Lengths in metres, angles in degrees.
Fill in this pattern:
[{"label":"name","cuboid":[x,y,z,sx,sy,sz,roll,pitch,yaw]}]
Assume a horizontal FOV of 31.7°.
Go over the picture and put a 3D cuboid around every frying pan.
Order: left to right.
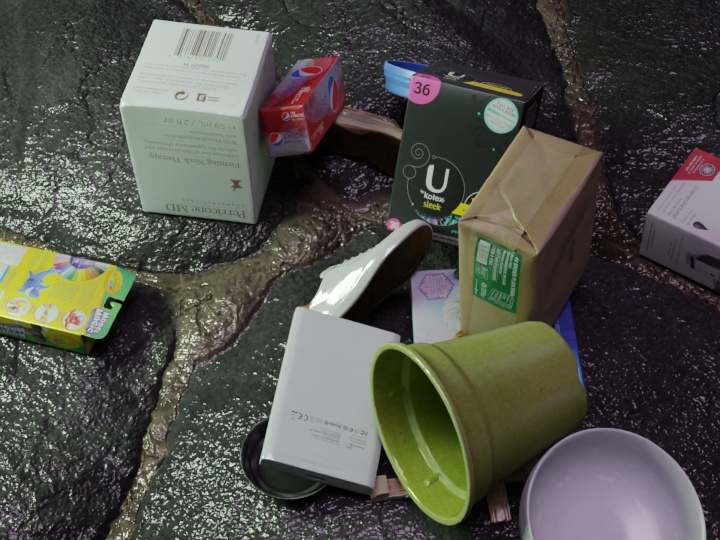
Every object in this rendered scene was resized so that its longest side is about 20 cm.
[{"label":"frying pan","cuboid":[-0.079,0.185,1.471,0.113,0.031,0.192,2,49,0]}]

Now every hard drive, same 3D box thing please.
[{"label":"hard drive","cuboid":[-0.032,0.147,1.459,0.130,0.027,0.202,16,56,-6]}]

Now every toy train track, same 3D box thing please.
[{"label":"toy train track","cuboid":[0.107,0.230,1.426,0.197,0.033,0.116,-8,51,-3]}]

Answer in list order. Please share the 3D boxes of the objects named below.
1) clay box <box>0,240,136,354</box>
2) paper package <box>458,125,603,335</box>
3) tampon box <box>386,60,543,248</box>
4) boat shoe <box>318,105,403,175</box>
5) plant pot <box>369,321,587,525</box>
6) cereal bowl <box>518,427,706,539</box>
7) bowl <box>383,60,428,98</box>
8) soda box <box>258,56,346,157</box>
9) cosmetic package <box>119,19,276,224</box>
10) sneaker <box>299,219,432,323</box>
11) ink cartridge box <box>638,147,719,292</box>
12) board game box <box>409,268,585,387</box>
[{"label":"clay box","cuboid":[-0.389,0.035,1.598,0.197,0.048,0.116,13,52,11]},{"label":"paper package","cuboid":[0.196,-0.030,1.476,0.102,0.201,0.191,22,54,21]},{"label":"tampon box","cuboid":[0.133,-0.145,1.604,0.148,0.203,0.126,14,22,15]},{"label":"boat shoe","cuboid":[0.028,-0.185,1.749,0.198,0.073,0.065,19,49,26]},{"label":"plant pot","cuboid":[0.136,0.144,1.369,0.182,0.202,0.201,-20,52,-24]},{"label":"cereal bowl","cuboid":[0.256,0.272,1.335,0.197,0.083,0.202,6,63,-12]},{"label":"bowl","cuboid":[0.127,-0.250,1.751,0.198,0.040,0.201,12,14,-3]},{"label":"soda box","cuboid":[-0.074,-0.222,1.696,0.063,0.071,0.201,-3,27,15]},{"label":"cosmetic package","cuboid":[-0.205,-0.196,1.681,0.165,0.201,0.168,6,51,7]},{"label":"sneaker","cuboid":[0.000,0.000,1.569,0.200,0.073,0.085,-45,52,-6]},{"label":"ink cartridge box","cuboid":[0.478,-0.049,1.608,0.199,0.083,0.147,27,56,23]},{"label":"board game box","cuboid":[0.162,0.084,1.538,0.197,0.041,0.202,-3,50,0]}]
